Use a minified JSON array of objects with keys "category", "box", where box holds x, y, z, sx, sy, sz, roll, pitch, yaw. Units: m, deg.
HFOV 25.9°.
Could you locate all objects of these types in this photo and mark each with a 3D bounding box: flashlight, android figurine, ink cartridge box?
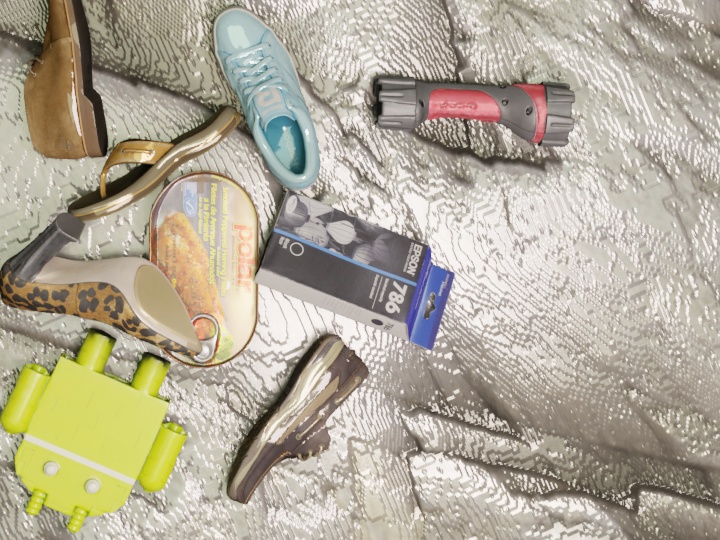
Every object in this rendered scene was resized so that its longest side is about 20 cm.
[{"category":"flashlight","box":[0.115,-0.162,1.597,0.200,0.068,0.068,1,89,-7]},{"category":"android figurine","box":[-0.274,0.166,1.594,0.182,0.041,0.200,26,89,-7]},{"category":"ink cartridge box","box":[0.000,0.000,1.592,0.200,0.039,0.099,21,62,-8]}]

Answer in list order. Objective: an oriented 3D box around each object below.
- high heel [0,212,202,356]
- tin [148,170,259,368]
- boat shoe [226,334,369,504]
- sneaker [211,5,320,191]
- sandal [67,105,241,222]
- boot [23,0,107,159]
[{"category":"high heel","box":[-0.262,0.040,1.568,0.200,0.071,0.143,42,129,-14]},{"category":"tin","box":[-0.158,-0.002,1.596,0.112,0.042,0.200,2,94,-2]},{"category":"boat shoe","box":[-0.062,0.161,1.598,0.073,0.074,0.200,35,91,-7]},{"category":"sneaker","box":[-0.088,-0.175,1.568,0.074,0.082,0.200,-28,96,-4]},{"category":"sandal","box":[-0.211,-0.115,1.560,0.200,0.080,0.054,-35,108,-9]},{"category":"boot","box":[-0.303,-0.208,1.553,0.075,0.074,0.200,-5,97,4]}]
